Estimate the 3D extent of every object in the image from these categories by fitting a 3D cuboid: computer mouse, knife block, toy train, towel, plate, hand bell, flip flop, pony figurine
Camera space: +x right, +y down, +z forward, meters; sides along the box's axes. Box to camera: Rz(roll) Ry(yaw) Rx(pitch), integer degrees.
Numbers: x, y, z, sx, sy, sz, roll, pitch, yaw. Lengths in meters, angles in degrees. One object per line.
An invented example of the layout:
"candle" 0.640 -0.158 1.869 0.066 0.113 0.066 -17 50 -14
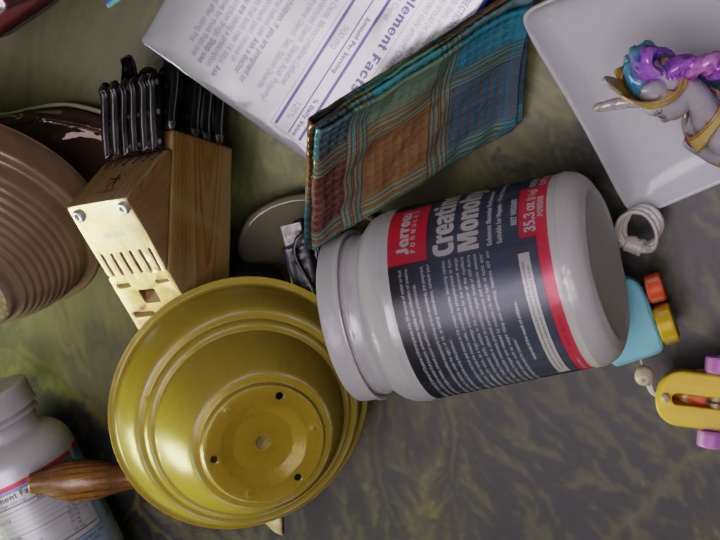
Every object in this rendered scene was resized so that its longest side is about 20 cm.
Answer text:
"computer mouse" -0.101 0.031 1.639 0.199 0.053 0.139 0 114 35
"knife block" -0.134 -0.063 1.610 0.064 0.176 0.201 -6 123 38
"toy train" 0.259 0.043 1.583 0.199 0.056 0.151 33 99 7
"towel" 0.042 -0.105 1.502 0.022 0.200 0.147 44 154 26
"plate" 0.242 -0.151 1.504 0.199 0.032 0.200 -23 124 18
"hand bell" -0.161 0.160 1.672 0.199 0.104 0.105 -3 107 0
"flip flop" 0.000 0.000 1.631 0.199 0.058 0.081 23 111 7
"pony figurine" 0.280 -0.113 1.434 0.192 0.167 0.200 -26 140 29

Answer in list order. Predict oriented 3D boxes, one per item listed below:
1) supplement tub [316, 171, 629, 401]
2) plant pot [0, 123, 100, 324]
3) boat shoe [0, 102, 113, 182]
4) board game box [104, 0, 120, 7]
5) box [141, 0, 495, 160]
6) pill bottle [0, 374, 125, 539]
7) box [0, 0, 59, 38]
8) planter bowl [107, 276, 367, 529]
"supplement tub" 0.082 0.015 1.524 0.199 0.140 0.141 -12 103 18
"plant pot" -0.301 -0.021 1.636 0.200 0.093 0.201 12 143 10
"boat shoe" -0.273 -0.090 1.666 0.201 0.075 0.075 1 107 14
"board game box" -0.193 -0.298 1.541 0.045 0.152 0.201 -28 98 20
"box" -0.022 -0.193 1.552 0.200 0.105 0.184 36 111 3
"pill bottle" -0.266 0.192 1.733 0.108 0.109 0.201 -22 100 20
"box" -0.292 -0.234 1.560 0.109 0.200 0.128 -30 97 21
"planter bowl" -0.080 0.112 1.553 0.199 0.083 0.202 -5 108 -14
